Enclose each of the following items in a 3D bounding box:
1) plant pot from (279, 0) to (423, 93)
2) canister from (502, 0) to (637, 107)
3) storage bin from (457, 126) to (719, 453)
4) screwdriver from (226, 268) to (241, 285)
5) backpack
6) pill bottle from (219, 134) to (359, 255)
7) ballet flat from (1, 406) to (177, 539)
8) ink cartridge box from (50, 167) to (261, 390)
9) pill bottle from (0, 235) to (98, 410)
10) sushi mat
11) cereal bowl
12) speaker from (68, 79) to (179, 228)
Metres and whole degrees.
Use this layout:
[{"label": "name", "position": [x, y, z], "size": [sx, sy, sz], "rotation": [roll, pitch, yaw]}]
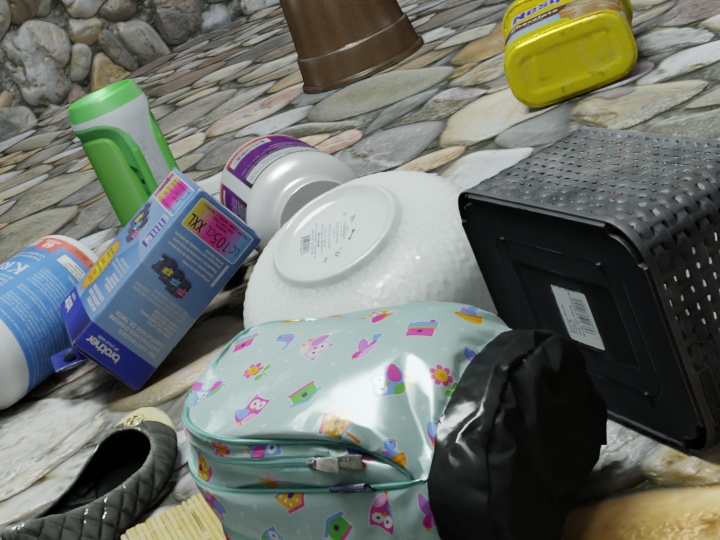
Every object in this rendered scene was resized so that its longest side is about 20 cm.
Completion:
[{"label": "plant pot", "position": [-0.033, -0.398, 2.051], "size": [0.200, 0.198, 0.200], "rotation": [-21, 19, 8]}, {"label": "canister", "position": [0.230, -0.257, 1.502], "size": [0.148, 0.087, 0.200], "rotation": [-19, 20, 15]}, {"label": "storage bin", "position": [0.153, 0.004, 0.764], "size": [0.094, 0.135, 0.200], "rotation": [-28, 18, -15]}, {"label": "screwdriver", "position": [-0.127, -0.027, 1.387], "size": [0.029, 0.028, 0.200], "rotation": [8, 19, 0]}, {"label": "backpack", "position": [0.009, 0.091, 0.703], "size": [0.200, 0.127, 0.167], "rotation": [-6, 22, 31]}, {"label": "pill bottle", "position": [-0.060, -0.060, 1.257], "size": [0.112, 0.112, 0.200], "rotation": [-27, 19, -9]}, {"label": "ballet flat", "position": [-0.173, 0.142, 0.909], "size": [0.066, 0.057, 0.200], "rotation": [-16, 19, 20]}, {"label": "ink cartridge box", "position": [-0.188, 0.016, 1.185], "size": [0.200, 0.076, 0.136], "rotation": [-52, 21, -1]}, {"label": "pill bottle", "position": [-0.325, 0.058, 1.250], "size": [0.112, 0.112, 0.200], "rotation": [-9, 22, 38]}, {"label": "sushi mat", "position": [-0.080, 0.170, 0.785], "size": [0.096, 0.012, 0.200], "rotation": [-26, 18, -13]}, {"label": "cereal bowl", "position": [0.000, 0.000, 0.958], "size": [0.200, 0.083, 0.200], "rotation": [-20, 39, 17]}, {"label": "speaker", "position": [-0.225, -0.093, 1.410], "size": [0.088, 0.200, 0.088], "rotation": [-21, 18, 7]}]
